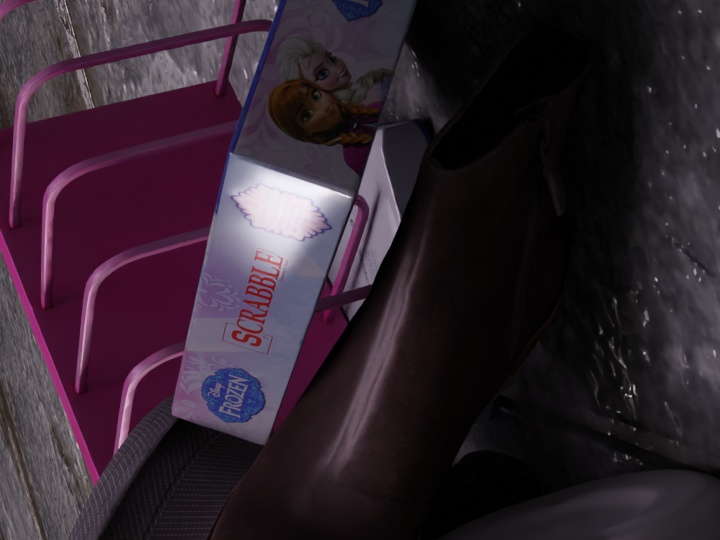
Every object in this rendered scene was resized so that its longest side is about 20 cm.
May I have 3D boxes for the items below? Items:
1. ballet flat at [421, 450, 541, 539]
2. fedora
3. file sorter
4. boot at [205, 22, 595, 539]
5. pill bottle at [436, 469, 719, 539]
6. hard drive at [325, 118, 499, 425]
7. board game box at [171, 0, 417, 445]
[{"bbox_3d":[0.026,0.131,0.705,0.066,0.200,0.057,20,115,18],"label":"ballet flat"},{"bbox_3d":[-0.055,0.147,0.716,0.201,0.090,0.177,-70,-20,-5],"label":"fedora"},{"bbox_3d":[-0.079,-0.026,0.814,0.200,0.139,0.126,63,156,25],"label":"file sorter"},{"bbox_3d":[0.010,0.023,0.615,0.072,0.200,0.167,28,140,19],"label":"boot"},{"bbox_3d":[0.096,0.178,0.615,0.114,0.113,0.201,171,82,-71],"label":"pill bottle"},{"bbox_3d":[0.000,0.000,0.862,0.200,0.025,0.132,-177,70,-70],"label":"hard drive"},{"bbox_3d":[-0.011,-0.067,0.637,0.200,0.041,0.201,111,176,-61],"label":"board game box"}]
